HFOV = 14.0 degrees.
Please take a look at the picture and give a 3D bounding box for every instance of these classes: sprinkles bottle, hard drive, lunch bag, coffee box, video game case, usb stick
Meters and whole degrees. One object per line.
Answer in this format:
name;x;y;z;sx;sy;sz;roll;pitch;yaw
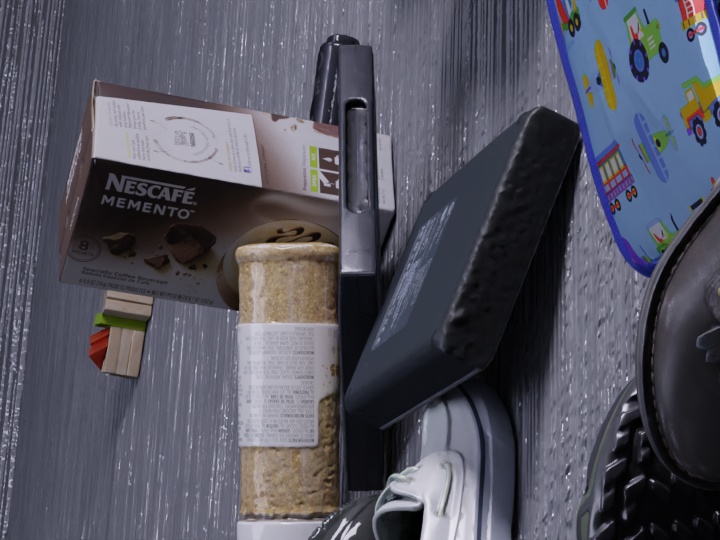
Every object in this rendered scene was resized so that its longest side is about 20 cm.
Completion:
sprinkles bottle;-0.045;0.084;1.830;0.068;0.068;0.201;166;103;-77
hard drive;0.050;0.002;1.542;0.140;0.033;0.200;-67;8;-16
lunch bag;0.136;-0.093;1.204;0.151;0.094;0.201;141;129;-68
coffee box;-0.089;-0.041;1.894;0.080;0.199;0.113;-93;18;-47
video game case;0.000;0.000;1.742;0.200;0.025;0.181;89;-179;-49
usb stick;-0.025;-0.062;2.022;0.055;0.032;0.201;120;157;-76

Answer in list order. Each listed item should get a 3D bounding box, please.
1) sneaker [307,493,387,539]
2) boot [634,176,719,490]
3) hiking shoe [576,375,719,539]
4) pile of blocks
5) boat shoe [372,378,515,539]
sneaker;-0.010;0.220;1.637;0.201;0.090;0.076;-63;-23;-21
boot;0.160;0.014;1.014;0.174;0.069;0.201;-109;33;-67
hiking shoe;0.106;0.134;1.151;0.101;0.075;0.201;161;118;-72
pile of blocks;-0.234;0.013;2.854;0.082;0.062;0.201;-114;36;-69
boat shoe;0.040;0.125;1.484;0.200;0.066;0.074;-95;19;-52
